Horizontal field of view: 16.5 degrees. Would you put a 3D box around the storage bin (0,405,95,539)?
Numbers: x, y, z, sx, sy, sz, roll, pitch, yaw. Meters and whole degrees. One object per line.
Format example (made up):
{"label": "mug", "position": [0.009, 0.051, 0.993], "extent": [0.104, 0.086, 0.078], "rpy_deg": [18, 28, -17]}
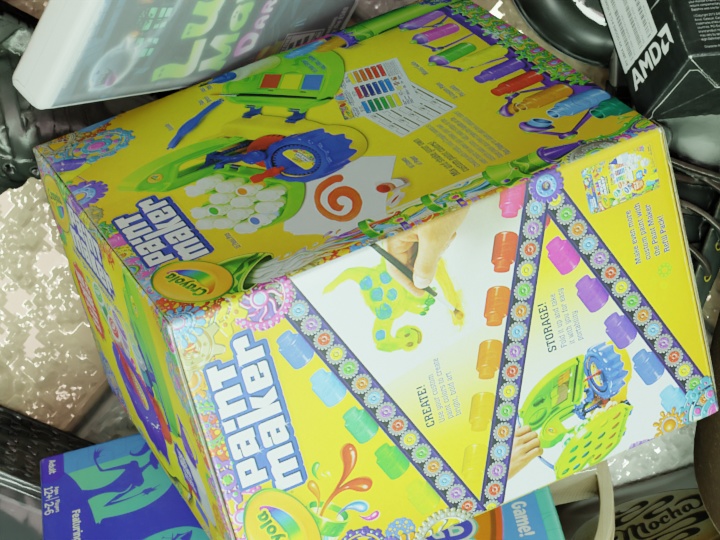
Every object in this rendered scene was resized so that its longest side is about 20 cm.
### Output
{"label": "storage bin", "position": [-0.165, 0.140, 1.087], "extent": [0.199, 0.094, 0.136], "rpy_deg": [23, 100, -9]}

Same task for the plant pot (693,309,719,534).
{"label": "plant pot", "position": [0.224, 0.010, 1.001], "extent": [0.186, 0.188, 0.201], "rpy_deg": [-13, 135, -2]}

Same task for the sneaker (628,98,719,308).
{"label": "sneaker", "position": [0.137, -0.027, 1.034], "extent": [0.074, 0.106, 0.201], "rpy_deg": [19, 124, -3]}

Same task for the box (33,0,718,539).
{"label": "box", "position": [0.000, 0.000, 0.954], "extent": [0.192, 0.200, 0.123], "rpy_deg": [-21, 117, -12]}

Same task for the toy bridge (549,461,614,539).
{"label": "toy bridge", "position": [0.073, 0.090, 1.063], "extent": [0.067, 0.201, 0.027], "rpy_deg": [-11, 146, 1]}

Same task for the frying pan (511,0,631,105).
{"label": "frying pan", "position": [0.103, -0.110, 1.089], "extent": [0.114, 0.031, 0.191], "rpy_deg": [21, 97, -9]}

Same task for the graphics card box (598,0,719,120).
{"label": "graphics card box", "position": [0.137, -0.157, 0.931], "extent": [0.125, 0.051, 0.201], "rpy_deg": [-7, 65, -24]}

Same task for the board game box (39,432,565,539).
{"label": "board game box", "position": [-0.023, 0.109, 0.962], "extent": [0.199, 0.152, 0.045], "rpy_deg": [-15, 124, 0]}

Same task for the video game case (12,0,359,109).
{"label": "video game case", "position": [-0.031, -0.154, 0.969], "extent": [0.023, 0.181, 0.201], "rpy_deg": [45, 123, 22]}

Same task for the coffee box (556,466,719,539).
{"label": "coffee box", "position": [0.098, 0.161, 1.107], "extent": [0.199, 0.113, 0.080], "rpy_deg": [-16, 107, -1]}

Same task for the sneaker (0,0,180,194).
{"label": "sneaker", "position": [-0.155, -0.056, 1.061], "extent": [0.199, 0.060, 0.105], "rpy_deg": [27, 98, -6]}
